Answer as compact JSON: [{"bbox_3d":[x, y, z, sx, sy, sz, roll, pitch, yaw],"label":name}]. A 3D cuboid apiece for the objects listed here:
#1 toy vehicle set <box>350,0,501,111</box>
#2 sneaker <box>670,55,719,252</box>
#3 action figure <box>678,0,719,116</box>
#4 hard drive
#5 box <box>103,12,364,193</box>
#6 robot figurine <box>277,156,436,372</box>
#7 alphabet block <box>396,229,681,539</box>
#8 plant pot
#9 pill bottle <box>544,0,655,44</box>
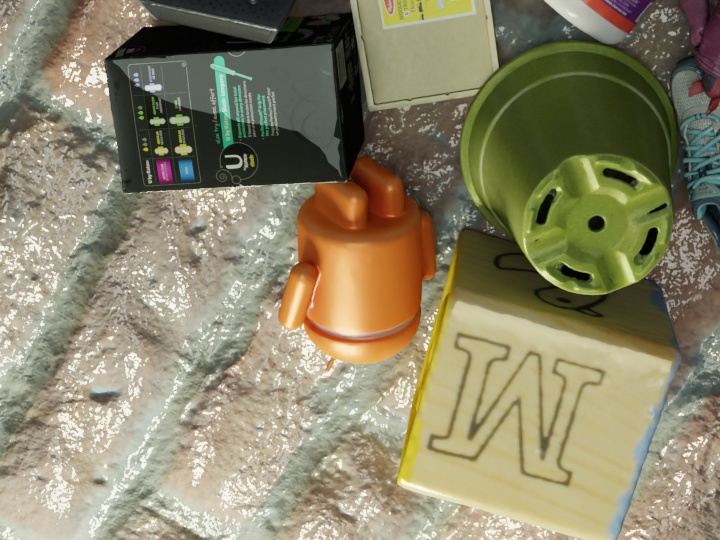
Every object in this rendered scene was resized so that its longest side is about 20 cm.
[{"bbox_3d":[0.053,-0.250,1.288,0.123,0.027,0.201,-7,107,9],"label":"toy vehicle set"},{"bbox_3d":[0.319,-0.090,1.260,0.077,0.086,0.201,-15,105,49],"label":"sneaker"},{"bbox_3d":[0.324,-0.210,1.171,0.134,0.149,0.201,29,116,13],"label":"action figure"},{"bbox_3d":[-0.099,-0.282,1.224,0.134,0.201,0.042,13,152,6],"label":"hard drive"},{"bbox_3d":[-0.106,-0.149,1.275,0.199,0.149,0.125,-3,109,8],"label":"box"},{"bbox_3d":[-0.002,0.000,1.320,0.116,0.144,0.201,8,122,16],"label":"robot figurine"},{"bbox_3d":[0.156,0.101,1.304,0.199,0.195,0.197,15,107,1],"label":"alphabet block"},{"bbox_3d":[0.190,-0.073,1.229,0.199,0.190,0.201,0,114,-1],"label":"plant pot"},{"bbox_3d":[0.232,-0.296,1.205,0.112,0.113,0.200,36,108,-5],"label":"pill bottle"}]
